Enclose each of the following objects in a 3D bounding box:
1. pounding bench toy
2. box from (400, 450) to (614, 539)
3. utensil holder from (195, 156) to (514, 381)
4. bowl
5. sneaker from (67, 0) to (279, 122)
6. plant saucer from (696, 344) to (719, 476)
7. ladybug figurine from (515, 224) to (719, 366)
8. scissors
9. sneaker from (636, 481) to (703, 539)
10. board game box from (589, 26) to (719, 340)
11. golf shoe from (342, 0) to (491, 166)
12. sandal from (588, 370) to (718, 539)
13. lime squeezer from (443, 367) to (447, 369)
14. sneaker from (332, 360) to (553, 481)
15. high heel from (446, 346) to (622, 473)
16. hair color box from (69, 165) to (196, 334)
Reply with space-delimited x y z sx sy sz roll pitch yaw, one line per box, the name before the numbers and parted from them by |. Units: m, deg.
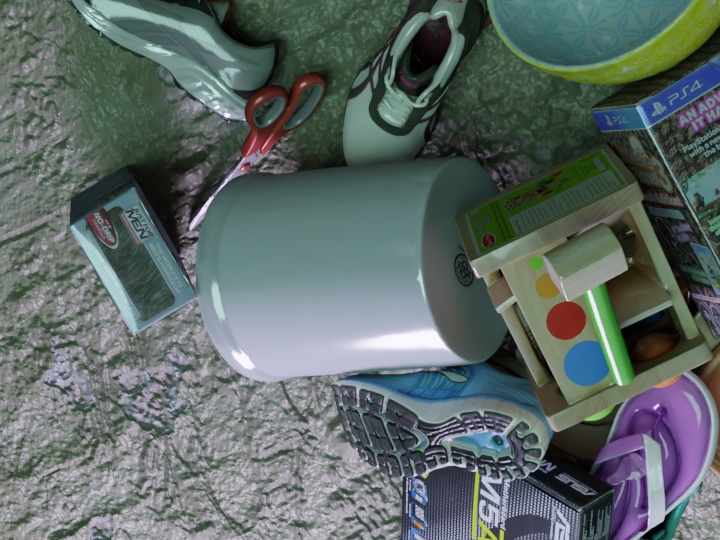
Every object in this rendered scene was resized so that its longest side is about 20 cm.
pounding bench toy | 0.160 0.027 1.124 0.124 0.200 0.157 -25 105 5
box | 0.112 0.222 1.317 0.193 0.047 0.201 31 130 42
utensil holder | 0.000 0.000 1.274 0.199 0.170 0.171 -4 111 32
bowl | 0.200 -0.212 1.165 0.200 0.201 0.108 -32 143 26
sneaker | -0.154 -0.204 1.322 0.200 0.074 0.080 33 109 -4
plant saucer | 0.352 0.097 1.267 0.199 0.038 0.201 0 128 0
ladybug figurine | 0.212 0.023 1.275 0.199 0.072 0.136 -25 79 13
scissors | -0.086 -0.096 1.364 0.014 0.073 0.200 57 143 20
sneaker | 0.209 0.213 1.329 0.077 0.091 0.201 30 98 -11
board game box | 0.289 -0.071 1.169 0.159 0.097 0.201 -31 99 -9
golf shoe | 0.032 -0.145 1.271 0.077 0.088 0.200 30 121 2
sandal | 0.207 0.162 1.245 0.082 0.050 0.203 37 123 17
lime squeezer | 0.059 0.064 1.387 0.070 0.038 0.201 2 117 52
sneaker | 0.069 0.110 1.267 0.199 0.090 0.079 6 121 34
high heel | 0.162 0.106 1.298 0.199 0.072 0.143 0 137 44
hair color box | -0.188 -0.021 1.330 0.060 0.200 0.099 -30 102 -5
